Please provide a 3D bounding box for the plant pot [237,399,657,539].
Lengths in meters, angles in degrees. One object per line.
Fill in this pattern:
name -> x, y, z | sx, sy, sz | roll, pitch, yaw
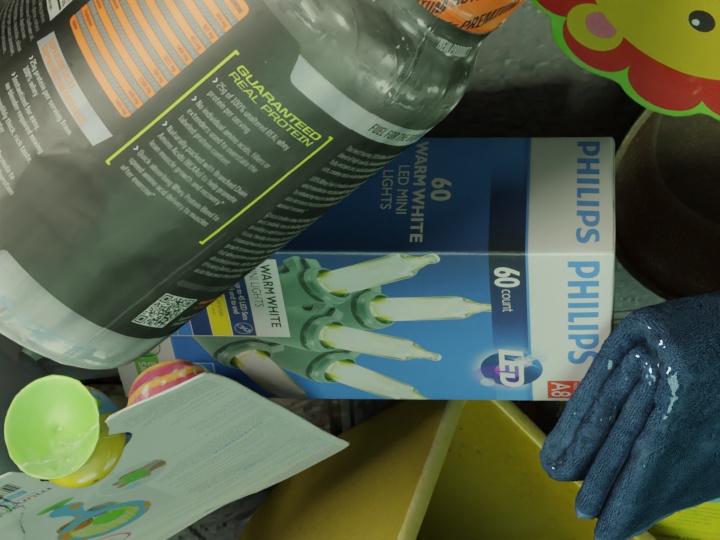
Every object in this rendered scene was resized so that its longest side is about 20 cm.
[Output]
plant pot -> 0.015, 0.196, 0.973 | 0.199, 0.195, 0.195 | -20, 126, 43

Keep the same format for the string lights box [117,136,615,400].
string lights box -> 0.000, 0.000, 0.817 | 0.199, 0.059, 0.103 | 0, 143, 7

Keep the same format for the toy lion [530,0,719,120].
toy lion -> 0.149, -0.111, 0.672 | 0.191, 0.069, 0.200 | 31, 143, -1

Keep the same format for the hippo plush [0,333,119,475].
hippo plush -> -0.219, 0.059, 0.829 | 0.160, 0.201, 0.160 | 0, 138, 33

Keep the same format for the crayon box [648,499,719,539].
crayon box -> 0.189, 0.106, 1.023 | 0.126, 0.051, 0.200 | 11, 139, -24

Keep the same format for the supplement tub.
supplement tub -> -0.048, -0.067, 0.684 | 0.200, 0.123, 0.122 | -37, 135, 23

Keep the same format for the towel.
towel -> 0.176, 0.045, 0.836 | 0.199, 0.049, 0.112 | -10, 141, -30

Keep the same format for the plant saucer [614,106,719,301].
plant saucer -> 0.192, -0.052, 0.830 | 0.199, 0.037, 0.201 | -5, 143, -4

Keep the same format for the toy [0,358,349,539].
toy -> -0.084, 0.065, 0.798 | 0.115, 0.047, 0.200 | -27, 166, 7

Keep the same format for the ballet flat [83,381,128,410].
ballet flat -> -0.160, 0.110, 0.958 | 0.066, 0.057, 0.200 | 23, 133, -36
